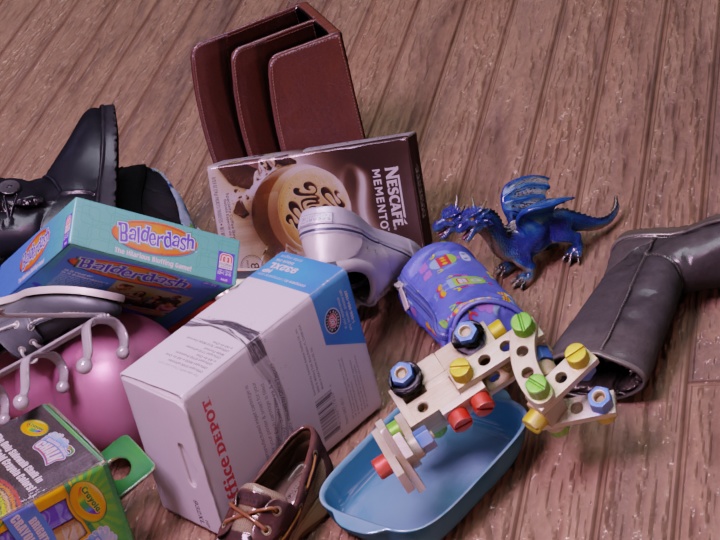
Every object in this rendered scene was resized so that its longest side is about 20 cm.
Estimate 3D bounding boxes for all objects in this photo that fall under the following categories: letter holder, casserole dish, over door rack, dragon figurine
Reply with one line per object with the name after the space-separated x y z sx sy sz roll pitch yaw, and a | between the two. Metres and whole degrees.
-0.079 -0.144 1.951 0.141 0.201 0.101 -22 32 -13 | letter holder
0.055 0.162 1.565 0.121 0.039 0.200 13 41 36 | casserole dish
-0.294 0.077 1.538 0.147 0.200 0.067 -29 67 21 | over door rack
0.165 -0.051 1.801 0.199 0.100 0.059 -23 33 -16 | dragon figurine

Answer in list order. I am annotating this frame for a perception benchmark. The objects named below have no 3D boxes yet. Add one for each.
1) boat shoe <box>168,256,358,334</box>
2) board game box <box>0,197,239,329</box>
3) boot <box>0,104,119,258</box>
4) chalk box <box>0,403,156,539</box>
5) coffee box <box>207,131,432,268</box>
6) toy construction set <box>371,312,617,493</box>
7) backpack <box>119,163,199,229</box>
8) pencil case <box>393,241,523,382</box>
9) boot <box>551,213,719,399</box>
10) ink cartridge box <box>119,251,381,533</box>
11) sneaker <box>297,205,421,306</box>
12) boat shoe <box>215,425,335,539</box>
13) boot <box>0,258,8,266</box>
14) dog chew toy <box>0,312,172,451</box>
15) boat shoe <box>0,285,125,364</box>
-0.098 0.037 1.800 0.199 0.072 0.063 -14 34 -8 | boat shoe
-0.214 0.004 1.678 0.200 0.151 0.045 -29 50 57 | board game box
-0.309 -0.084 1.803 0.167 0.077 0.201 0 44 -6 | boot
-0.258 0.200 1.546 0.199 0.125 0.125 -26 32 -22 | chalk box
-0.037 -0.064 1.871 0.199 0.114 0.080 -9 6 9 | coffee box
0.091 0.106 1.528 0.199 0.092 0.131 -24 52 -12 | toy construction set
-0.231 -0.020 1.887 0.162 0.154 0.201 -24 47 0 | backpack
0.087 0.035 1.683 0.086 0.079 0.200 -1 16 -12 | pencil case
0.263 0.030 1.663 0.181 0.073 0.200 -11 22 31 | boot
-0.089 0.100 1.615 0.083 0.146 0.200 16 42 41 | ink cartridge box
0.000 0.000 1.755 0.073 0.200 0.071 -7 74 29 | sneaker
-0.082 0.198 1.528 0.072 0.072 0.200 9 38 33 | boat shoe
-0.333 -0.011 1.839 0.073 0.155 0.203 19 -8 -22 | boot
-0.248 0.099 1.714 0.199 0.125 0.125 0 33 36 | dog chew toy
-0.281 0.053 1.658 0.199 0.062 0.073 -9 -16 32 | boat shoe
